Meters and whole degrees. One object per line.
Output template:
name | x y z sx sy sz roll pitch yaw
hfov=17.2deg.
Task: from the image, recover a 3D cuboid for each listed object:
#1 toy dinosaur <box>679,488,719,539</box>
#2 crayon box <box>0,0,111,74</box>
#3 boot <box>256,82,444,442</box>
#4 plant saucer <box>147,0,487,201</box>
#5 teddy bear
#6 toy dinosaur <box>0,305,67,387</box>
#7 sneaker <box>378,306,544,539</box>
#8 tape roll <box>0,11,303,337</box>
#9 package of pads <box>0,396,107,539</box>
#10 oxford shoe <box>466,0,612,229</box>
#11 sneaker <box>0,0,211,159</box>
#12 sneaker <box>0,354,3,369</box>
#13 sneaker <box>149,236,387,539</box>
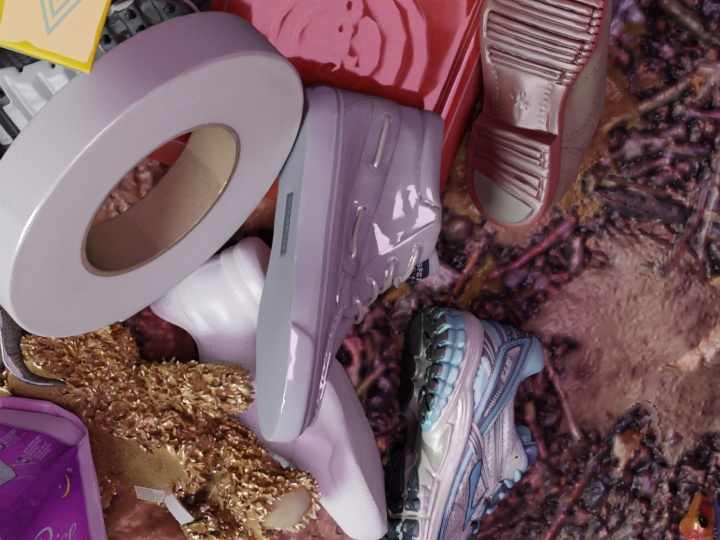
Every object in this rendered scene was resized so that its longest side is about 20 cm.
toy dinosaur | 0.293 0.142 1.461 0.181 0.200 0.105 -26 97 -36
crayon box | -0.148 -0.209 1.217 0.058 0.200 0.173 13 104 -16
boot | 0.000 0.000 1.329 0.095 0.074 0.201 8 88 -18
plant saucer | -0.016 -0.128 1.361 0.199 0.037 0.200 18 103 -18
teddy bear | -0.113 0.097 1.379 0.199 0.067 0.145 26 133 6
toy dinosaur | -0.224 -0.015 1.298 0.200 0.102 0.077 33 124 -16
sneaker | 0.064 0.124 1.439 0.086 0.078 0.201 6 106 -18
tape roll | -0.116 -0.048 1.259 0.203 0.203 0.037 -47 69 5
package of pads | -0.196 0.184 1.354 0.075 0.121 0.201 14 128 25
oxford shoe | 0.110 -0.125 1.366 0.070 0.075 0.201 27 121 22
sneaker | -0.159 -0.111 1.318 0.200 0.091 0.067 -24 113 24
sneaker | -0.290 0.083 1.350 0.114 0.076 0.200 30 96 -17
sneaker | -0.053 0.081 1.410 0.088 0.075 0.200 -25 106 10
